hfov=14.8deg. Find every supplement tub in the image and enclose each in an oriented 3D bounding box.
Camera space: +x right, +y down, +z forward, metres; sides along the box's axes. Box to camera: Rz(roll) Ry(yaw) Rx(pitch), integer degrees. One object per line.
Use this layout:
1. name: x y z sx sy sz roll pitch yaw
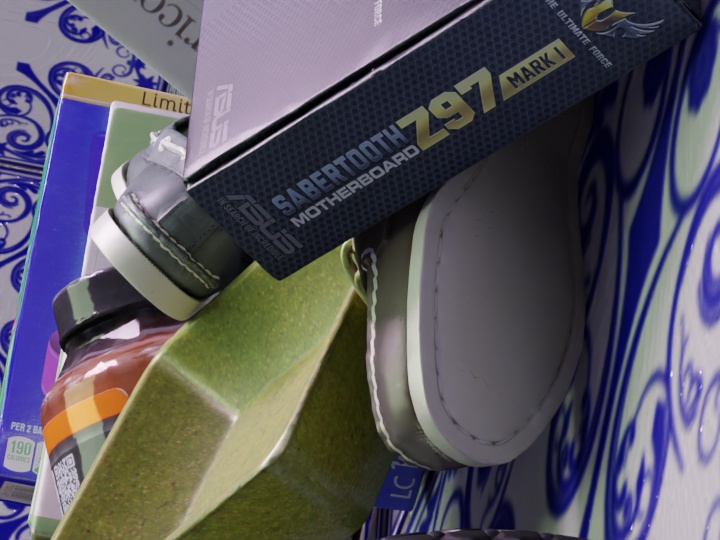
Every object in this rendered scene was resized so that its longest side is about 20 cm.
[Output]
1. supplement tub: -0.074 0.097 1.175 0.107 0.107 0.201 120 136 -69

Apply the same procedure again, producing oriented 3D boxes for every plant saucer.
1. plant saucer: -0.035 0.057 0.948 0.200 0.048 0.200 -41 15 40

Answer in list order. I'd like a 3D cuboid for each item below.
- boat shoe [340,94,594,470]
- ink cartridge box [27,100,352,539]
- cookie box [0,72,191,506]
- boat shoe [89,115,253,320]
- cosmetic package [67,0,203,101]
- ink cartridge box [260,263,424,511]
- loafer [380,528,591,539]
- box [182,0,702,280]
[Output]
1. boat shoe: 0.029 -0.016 0.862 0.059 0.072 0.200 -24 41 34
2. ink cartridge box: -0.063 0.036 1.268 0.048 0.145 0.201 124 156 -79
3. cookie box: -0.082 0.022 1.343 0.075 0.171 0.201 133 147 -71
4. boat shoe: -0.061 -0.029 1.128 0.062 0.073 0.200 -46 4 9
5. cosmetic package: -0.044 -0.193 1.104 0.200 0.165 0.165 -48 16 14
6. ink cartridge box: 0.000 0.000 1.104 0.200 0.076 0.137 -89 12 -61
7. loafer: 0.031 0.110 0.768 0.201 0.068 0.071 111 161 -78
8. box: 0.024 -0.108 0.863 0.157 0.051 0.200 -30 34 24
